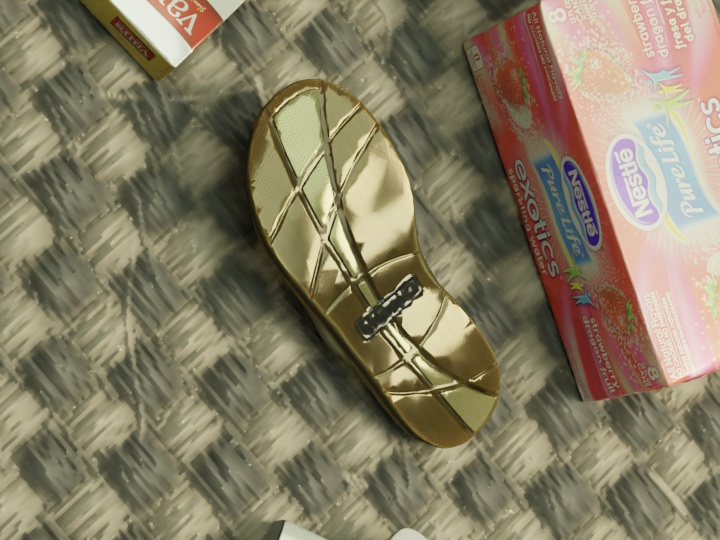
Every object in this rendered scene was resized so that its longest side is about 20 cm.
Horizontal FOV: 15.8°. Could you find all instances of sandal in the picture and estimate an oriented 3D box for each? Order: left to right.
[{"bbox_3d":[0.000,0.000,1.274,0.080,0.054,0.200,-36,110,-15],"label":"sandal"}]

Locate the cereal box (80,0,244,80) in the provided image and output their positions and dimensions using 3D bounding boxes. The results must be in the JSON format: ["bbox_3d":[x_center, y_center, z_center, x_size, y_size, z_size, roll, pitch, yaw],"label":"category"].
[{"bbox_3d":[-0.078,-0.212,1.278,0.144,0.040,0.200,46,70,-9],"label":"cereal box"}]

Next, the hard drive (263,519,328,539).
[{"bbox_3d":[0.022,0.222,1.260,0.200,0.026,0.132,27,74,-15],"label":"hard drive"}]

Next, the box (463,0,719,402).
[{"bbox_3d":[0.140,-0.043,1.301,0.095,0.103,0.200,-18,90,-22],"label":"box"}]

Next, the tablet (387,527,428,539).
[{"bbox_3d":[0.061,0.232,1.251,0.200,0.014,0.130,39,71,-11],"label":"tablet"}]
